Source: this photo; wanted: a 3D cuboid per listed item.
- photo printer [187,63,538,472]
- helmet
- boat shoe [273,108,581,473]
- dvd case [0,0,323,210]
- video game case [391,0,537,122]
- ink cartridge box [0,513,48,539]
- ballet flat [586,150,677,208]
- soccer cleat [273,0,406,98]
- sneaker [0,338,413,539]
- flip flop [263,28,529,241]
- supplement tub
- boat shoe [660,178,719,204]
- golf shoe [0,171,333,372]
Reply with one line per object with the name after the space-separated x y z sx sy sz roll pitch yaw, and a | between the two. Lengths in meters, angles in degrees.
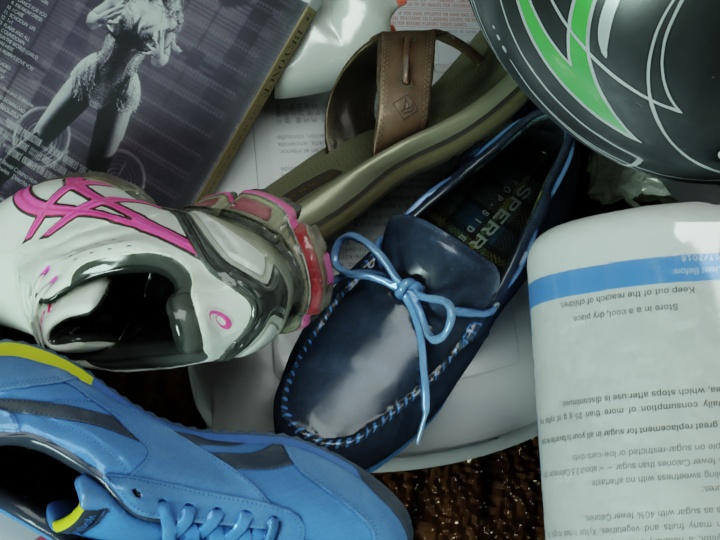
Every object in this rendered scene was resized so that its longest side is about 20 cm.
0.000 0.000 1.026 0.166 0.070 0.200 -2 58 -9 | photo printer
0.136 -0.136 0.913 0.200 0.191 0.200 17 36 -12 | helmet
0.025 -0.001 0.946 0.084 0.069 0.200 27 58 10 | boat shoe
-0.117 -0.083 1.022 0.149 0.016 0.200 31 93 25 | dvd case
0.017 -0.157 1.146 0.199 0.045 0.182 1 57 -6 | video game case
-0.214 0.116 0.916 0.146 0.085 0.200 -33 68 -26 | ink cartridge box
0.200 -0.024 1.079 0.200 0.072 0.072 23 57 11 | ballet flat
-0.056 -0.158 1.059 0.077 0.069 0.200 -24 55 -22 | soccer cleat
-0.075 0.094 0.871 0.200 0.066 0.078 21 27 -9 | sneaker
0.008 -0.070 0.980 0.200 0.081 0.058 -34 104 -20 | flip flop
0.139 0.079 0.915 0.132 0.132 0.201 -1 82 -8 | supplement tub
0.191 -0.089 1.034 0.073 0.068 0.199 23 36 13 | boat shoe
-0.112 0.002 0.925 0.200 0.073 0.092 0 18 40 | golf shoe
